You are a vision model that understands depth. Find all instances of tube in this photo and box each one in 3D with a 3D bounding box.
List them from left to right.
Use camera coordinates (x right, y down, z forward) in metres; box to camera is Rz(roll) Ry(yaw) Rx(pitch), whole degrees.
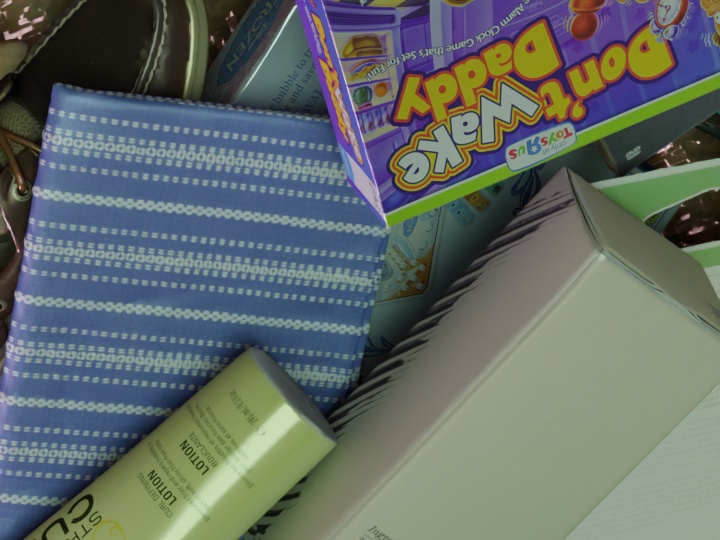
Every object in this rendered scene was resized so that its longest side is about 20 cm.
[{"bbox_3d":[-0.097,0.114,0.912,0.200,0.058,0.052,-42,117,5],"label":"tube"}]

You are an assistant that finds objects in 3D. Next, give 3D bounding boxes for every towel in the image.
[{"bbox_3d":[-0.067,0.026,0.925,0.144,0.024,0.201,5,114,-20],"label":"towel"}]

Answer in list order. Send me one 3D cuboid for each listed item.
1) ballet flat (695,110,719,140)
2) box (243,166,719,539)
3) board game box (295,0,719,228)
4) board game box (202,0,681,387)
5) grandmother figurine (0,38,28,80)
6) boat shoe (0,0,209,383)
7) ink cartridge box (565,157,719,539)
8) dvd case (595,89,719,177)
[{"bbox_3d":[0.133,-0.093,0.968,0.200,0.068,0.068,36,96,-26],"label":"ballet flat"},{"bbox_3d":[0.046,0.064,0.910,0.082,0.068,0.200,35,110,-26],"label":"box"},{"bbox_3d":[0.076,-0.117,0.845,0.200,0.045,0.135,-23,122,-9],"label":"board game box"},{"bbox_3d":[0.000,0.000,0.977,0.199,0.043,0.200,29,101,-29],"label":"board game box"},{"bbox_3d":[-0.230,-0.111,0.918,0.200,0.061,0.122,26,95,-18],"label":"grandmother figurine"},{"bbox_3d":[-0.130,-0.034,0.908,0.072,0.072,0.200,44,109,25],"label":"boat shoe"},{"bbox_3d":[0.130,0.034,0.989,0.145,0.048,0.201,-11,120,-18],"label":"ink cartridge box"},{"bbox_3d":[0.118,-0.151,0.883,0.149,0.016,0.200,-34,122,-5],"label":"dvd case"}]
